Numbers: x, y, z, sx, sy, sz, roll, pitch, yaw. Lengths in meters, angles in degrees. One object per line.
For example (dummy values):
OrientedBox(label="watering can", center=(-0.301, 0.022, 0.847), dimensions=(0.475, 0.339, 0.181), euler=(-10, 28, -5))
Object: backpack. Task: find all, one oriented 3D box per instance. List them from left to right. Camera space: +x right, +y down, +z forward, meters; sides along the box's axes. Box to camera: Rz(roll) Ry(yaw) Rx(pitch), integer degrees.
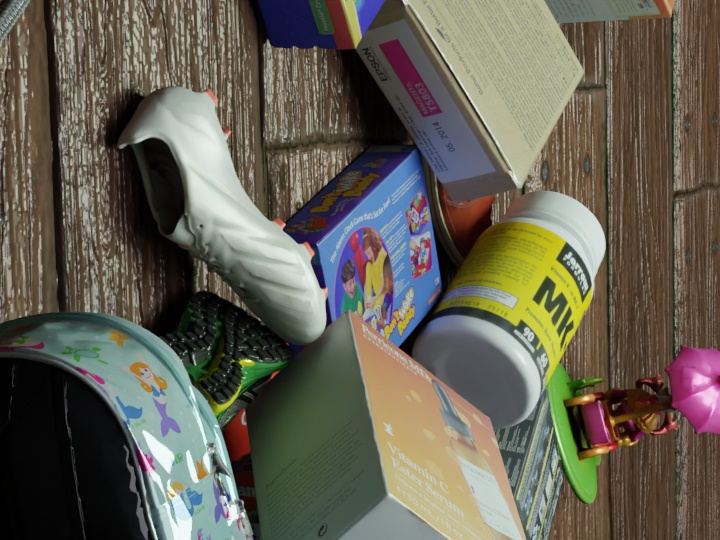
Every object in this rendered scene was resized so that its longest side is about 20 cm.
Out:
OrientedBox(label="backpack", center=(-0.155, 0.122, 0.996), dimensions=(0.151, 0.176, 0.201), euler=(-44, 120, -60))

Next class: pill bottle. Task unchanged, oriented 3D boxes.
OrientedBox(label="pill bottle", center=(0.131, 0.028, 1.595), dimensions=(0.200, 0.114, 0.115), euler=(-56, 140, -42))

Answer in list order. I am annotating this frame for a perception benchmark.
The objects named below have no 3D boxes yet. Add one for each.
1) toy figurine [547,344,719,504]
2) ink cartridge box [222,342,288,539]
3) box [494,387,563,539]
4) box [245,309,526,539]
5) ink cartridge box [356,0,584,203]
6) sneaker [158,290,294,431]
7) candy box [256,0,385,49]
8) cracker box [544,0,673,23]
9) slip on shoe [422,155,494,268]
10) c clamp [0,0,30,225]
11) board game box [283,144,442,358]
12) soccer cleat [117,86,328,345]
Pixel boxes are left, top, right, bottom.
OrientedBox(label="toy figurine", center=(0.300, 0.141, 1.908), dimensions=(0.200, 0.183, 0.151), euler=(12, 63, -72))
OrientedBox(label="ink cartridge box", center=(-0.053, 0.162, 1.352), dimensions=(0.109, 0.050, 0.202), euler=(-24, 114, -62))
OrientedBox(label="box", center=(0.139, 0.231, 1.745), dimensions=(0.162, 0.049, 0.201), euler=(74, 29, -51))
OrientedBox(label="box", center=(0.018, 0.151, 1.237), dimensions=(0.152, 0.106, 0.201), euler=(37, 21, -28))
OrientedBox(label="ink cartridge box", center=(0.083, -0.184, 1.516), dimensions=(0.201, 0.075, 0.165), euler=(57, 44, -24))
OrientedBox(label="sneaker", center=(-0.109, 0.074, 1.231), dimensions=(0.085, 0.078, 0.200), euler=(-58, 172, 21))
OrientedBox(label="candy box", center=(-0.020, -0.285, 1.370), dimensions=(0.200, 0.076, 0.170), euler=(-60, 143, -44))
OrientedBox(label="cracker box", center=(0.158, -0.270, 1.603), dimensions=(0.134, 0.199, 0.058), euler=(50, 46, -54))
OrientedBox(label="slip on shoe", center=(0.095, -0.081, 1.644), dimensions=(0.074, 0.061, 0.201), euler=(-56, 141, -51))
OrientedBox(label="c clamp", center=(-0.212, -0.154, 1.039), dimensions=(0.171, 0.027, 0.201), euler=(57, 43, -43))
OrientedBox(label="board game box", center=(0.000, 0.000, 1.463), dimensions=(0.200, 0.044, 0.135), euler=(-46, 131, -55))
OrientedBox(label="soccer cleat", center=(-0.092, -0.025, 1.226), dimensions=(0.078, 0.069, 0.201), euler=(-46, 115, -39))
